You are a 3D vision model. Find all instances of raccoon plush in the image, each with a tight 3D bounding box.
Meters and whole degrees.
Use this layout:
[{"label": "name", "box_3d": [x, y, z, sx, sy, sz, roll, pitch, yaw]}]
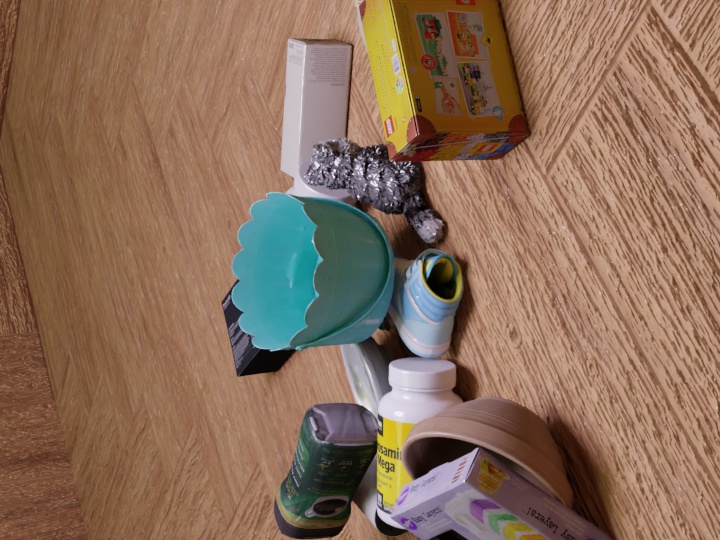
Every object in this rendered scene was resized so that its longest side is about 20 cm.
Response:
[{"label": "raccoon plush", "box_3d": [0.014, -0.114, 1.651, 0.200, 0.133, 0.097, 48, 134, 51]}]

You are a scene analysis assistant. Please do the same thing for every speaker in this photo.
[{"label": "speaker", "box_3d": [0.011, 0.291, 1.773, 0.200, 0.081, 0.082, 37, 126, 57]}]

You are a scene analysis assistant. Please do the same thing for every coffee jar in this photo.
[{"label": "coffee jar", "box_3d": [-0.048, 0.273, 1.689, 0.085, 0.104, 0.201, -116, 37, -46]}]

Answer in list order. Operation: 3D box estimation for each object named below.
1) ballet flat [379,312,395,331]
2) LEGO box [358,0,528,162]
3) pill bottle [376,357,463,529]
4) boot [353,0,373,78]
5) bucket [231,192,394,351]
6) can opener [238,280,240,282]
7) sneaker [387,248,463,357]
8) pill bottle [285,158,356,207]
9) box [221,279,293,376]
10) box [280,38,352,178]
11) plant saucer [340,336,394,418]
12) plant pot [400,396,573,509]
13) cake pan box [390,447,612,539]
[{"label": "ballet flat", "box_3d": [0.000, 0.000, 1.737, 0.200, 0.071, 0.071, 48, 137, 26]}, {"label": "LEGO box", "box_3d": [0.095, -0.233, 1.460, 0.077, 0.148, 0.201, -36, 61, 60]}, {"label": "pill bottle", "box_3d": [0.077, 0.217, 1.595, 0.112, 0.112, 0.201, 16, 108, 62]}, {"label": "boot", "box_3d": [0.039, -0.310, 1.594, 0.200, 0.073, 0.156, -144, 38, -71]}, {"label": "bucket", "box_3d": [-0.060, 0.004, 1.622, 0.207, 0.134, 0.208, -7, 81, 52]}, {"label": "can opener", "box_3d": [-0.133, -0.036, 1.957, 0.053, 0.067, 0.200, 36, 93, 29]}, {"label": "sneaker", "box_3d": [0.069, 0.000, 1.624, 0.200, 0.079, 0.131, 53, 141, 33]}, {"label": "pill bottle", "box_3d": [-0.068, -0.058, 1.846, 0.117, 0.116, 0.200, 61, 144, 40]}, {"label": "box", "box_3d": [-0.156, 0.072, 2.082, 0.200, 0.079, 0.142, -48, 53, 56]}, {"label": "box", "box_3d": [-0.066, -0.238, 1.860, 0.068, 0.082, 0.201, 33, 121, 57]}, {"label": "plant saucer", "box_3d": [0.025, 0.159, 1.724, 0.200, 0.050, 0.201, 163, 90, -80]}, {"label": "plant pot", "box_3d": [0.153, 0.207, 1.417, 0.093, 0.201, 0.201, -60, 11, -30]}, {"label": "cake pan box", "box_3d": [0.149, 0.285, 1.397, 0.052, 0.184, 0.200, -58, 9, -32]}]
